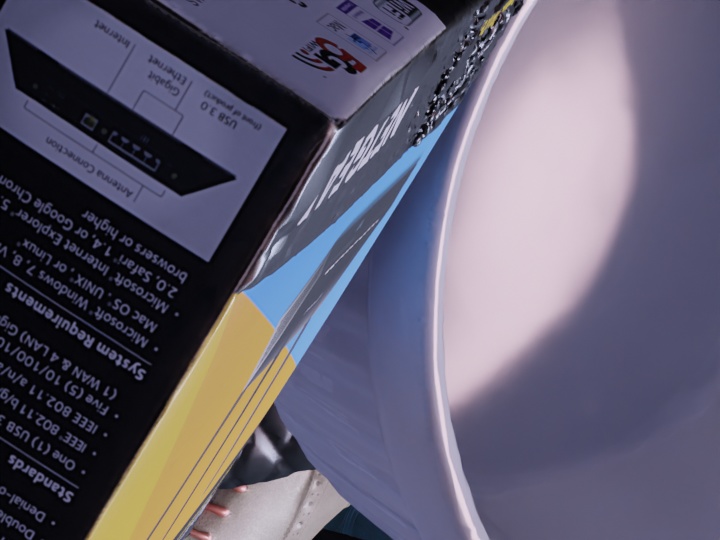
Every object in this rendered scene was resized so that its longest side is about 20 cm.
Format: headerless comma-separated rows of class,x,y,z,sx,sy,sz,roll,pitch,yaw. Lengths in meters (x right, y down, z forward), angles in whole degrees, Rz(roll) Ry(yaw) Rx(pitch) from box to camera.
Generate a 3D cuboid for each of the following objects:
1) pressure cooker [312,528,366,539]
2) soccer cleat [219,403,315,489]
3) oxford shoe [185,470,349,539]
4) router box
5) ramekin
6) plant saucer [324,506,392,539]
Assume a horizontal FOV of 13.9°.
pressure cooker,-0.031,0.180,1.010,0.179,0.176,0.200,-49,171,3
soccer cleat,0.033,0.011,0.756,0.199,0.081,0.068,-20,123,-26
oxford shoe,-0.032,0.053,0.833,0.200,0.070,0.075,-62,170,31
router box,-0.037,0.005,0.458,0.149,0.051,0.200,-58,177,19
ramekin,0.065,-0.013,0.655,0.105,0.200,0.201,21,-104,53
plant saucer,0.025,0.110,1.154,0.200,0.200,0.027,-57,159,-25
